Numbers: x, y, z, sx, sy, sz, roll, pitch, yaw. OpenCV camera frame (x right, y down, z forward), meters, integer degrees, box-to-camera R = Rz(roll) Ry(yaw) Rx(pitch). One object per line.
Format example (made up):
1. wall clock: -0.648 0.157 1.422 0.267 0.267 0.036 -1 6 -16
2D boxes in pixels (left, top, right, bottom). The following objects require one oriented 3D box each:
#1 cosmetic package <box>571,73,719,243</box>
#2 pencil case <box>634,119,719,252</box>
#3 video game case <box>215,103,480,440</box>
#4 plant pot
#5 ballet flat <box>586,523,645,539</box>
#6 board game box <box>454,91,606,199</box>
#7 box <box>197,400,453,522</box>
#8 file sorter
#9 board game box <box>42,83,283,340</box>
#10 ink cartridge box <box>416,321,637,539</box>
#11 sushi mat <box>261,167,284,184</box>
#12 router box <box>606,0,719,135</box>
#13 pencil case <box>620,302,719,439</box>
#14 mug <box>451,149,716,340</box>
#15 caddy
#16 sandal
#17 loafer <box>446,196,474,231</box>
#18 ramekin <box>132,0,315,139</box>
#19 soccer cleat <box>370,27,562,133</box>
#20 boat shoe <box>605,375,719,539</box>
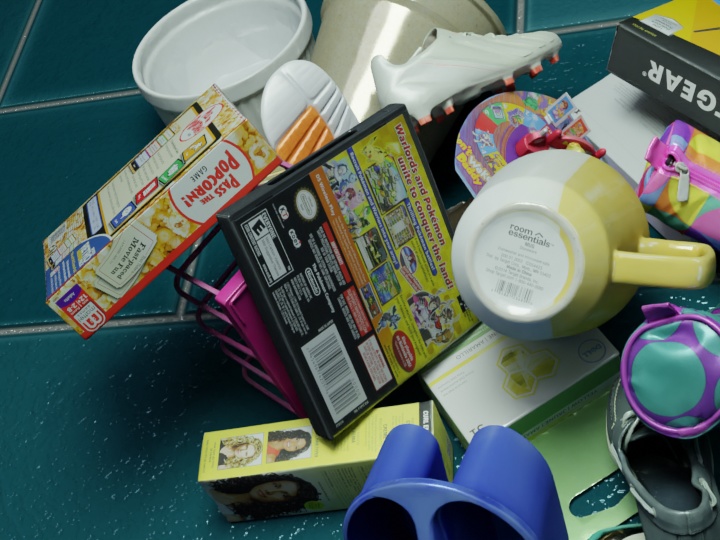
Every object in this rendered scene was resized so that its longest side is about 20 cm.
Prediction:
1. cosmetic package: 0.297 -0.119 1.033 0.150 0.052 0.200 -30 50 -7
2. pencil case: 0.312 -0.044 0.905 0.199 0.089 0.089 28 64 7
3. video game case: 0.000 0.000 0.890 0.180 0.202 0.025 -35 25 -27
4. plant pot: 0.020 -0.170 1.103 0.199 0.201 0.185 14 71 29
5. ballet flat: 0.244 0.203 0.791 0.198 0.070 0.068 -11 64 13
6. board game box: 0.173 -0.074 0.967 0.157 0.039 0.201 -29 82 -36
7. box: -0.027 0.158 0.927 0.198 0.076 0.051 -11 48 14
8. file sorter: -0.068 0.014 0.971 0.125 0.201 0.139 26 67 38
9. board game box: -0.163 -0.053 0.895 0.200 0.046 0.152 -42 25 1
10. ink cartridge box: 0.152 0.115 0.911 0.145 0.048 0.200 -31 47 -5
11. sushi mat: -0.104 -0.116 1.206 0.198 0.012 0.096 -16 48 8
12. router box: 0.336 -0.169 0.971 0.148 0.051 0.200 -27 50 -33
13. pencil case: 0.259 0.061 0.817 0.084 0.199 0.094 -12 86 34
14. mug: 0.150 -0.022 0.842 0.185 0.153 0.151 -28 87 19
15. caddy: 0.069 0.200 0.785 0.140 0.201 0.105 -2 37 25
16. sandal: -0.024 -0.084 0.991 0.079 0.208 0.059 -39 19 -14
17. loafer: 0.102 -0.041 1.032 0.198 0.072 0.073 -22 49 3
18. ramekin: -0.134 -0.211 1.218 0.198 0.106 0.202 -12 45 12
19. soccer cleat: 0.099 -0.188 1.013 0.199 0.069 0.078 -26 88 -27
20. boat shoe: 0.213 0.126 0.797 0.072 0.062 0.201 -11 33 9
